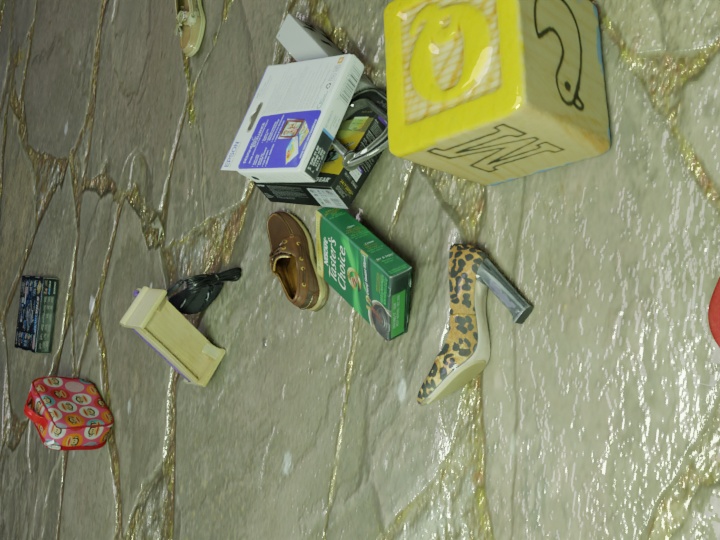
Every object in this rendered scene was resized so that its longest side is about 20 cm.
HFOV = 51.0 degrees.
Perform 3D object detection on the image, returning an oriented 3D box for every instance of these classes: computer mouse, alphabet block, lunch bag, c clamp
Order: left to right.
[{"bbox_3d":[-0.674,0.322,1.719,0.199,0.174,0.083,40,112,41],"label":"lunch bag"},{"bbox_3d":[-0.319,0.052,1.423,0.198,0.139,0.047,-26,81,41],"label":"computer mouse"},{"bbox_3d":[-0.018,-0.201,1.117,0.170,0.027,0.200,-41,37,-5],"label":"c clamp"},{"bbox_3d":[0.161,-0.230,0.905,0.194,0.197,0.201,-14,75,43],"label":"alphabet block"}]

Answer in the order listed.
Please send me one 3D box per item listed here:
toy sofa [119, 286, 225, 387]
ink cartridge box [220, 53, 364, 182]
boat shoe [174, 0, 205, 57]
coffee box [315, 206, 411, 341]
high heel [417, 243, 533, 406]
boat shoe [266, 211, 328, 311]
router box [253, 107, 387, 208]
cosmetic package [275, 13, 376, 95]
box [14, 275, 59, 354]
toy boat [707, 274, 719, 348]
[{"bbox_3d":[-0.350,0.123,1.389,0.096,0.201,0.084,4,53,39],"label":"toy sofa"},{"bbox_3d":[-0.106,-0.228,1.145,0.197,0.043,0.202,8,70,44],"label":"ink cartridge box"},{"bbox_3d":[-0.373,-0.557,1.608,0.072,0.062,0.206,-14,75,43],"label":"boat shoe"},{"bbox_3d":[0.000,0.000,1.127,0.200,0.043,0.125,44,144,40],"label":"coffee box"},{"bbox_3d":[0.117,0.069,1.005,0.200,0.071,0.143,-47,59,11],"label":"high heel"},{"bbox_3d":[-0.118,-0.023,1.269,0.072,0.067,0.203,-46,54,31],"label":"boat shoe"},{"bbox_3d":[-0.059,-0.180,1.192,0.197,0.052,0.159,9,61,46],"label":"router box"},{"bbox_3d":[-0.057,-0.343,1.240,0.051,0.081,0.201,-55,51,24],"label":"cosmetic package"},{"bbox_3d":[-0.882,0.117,2.054,0.157,0.045,0.206,1,85,46],"label":"box"},{"bbox_3d":[0.393,-0.003,0.694,0.129,0.129,0.205,27,103,44],"label":"toy boat"}]
